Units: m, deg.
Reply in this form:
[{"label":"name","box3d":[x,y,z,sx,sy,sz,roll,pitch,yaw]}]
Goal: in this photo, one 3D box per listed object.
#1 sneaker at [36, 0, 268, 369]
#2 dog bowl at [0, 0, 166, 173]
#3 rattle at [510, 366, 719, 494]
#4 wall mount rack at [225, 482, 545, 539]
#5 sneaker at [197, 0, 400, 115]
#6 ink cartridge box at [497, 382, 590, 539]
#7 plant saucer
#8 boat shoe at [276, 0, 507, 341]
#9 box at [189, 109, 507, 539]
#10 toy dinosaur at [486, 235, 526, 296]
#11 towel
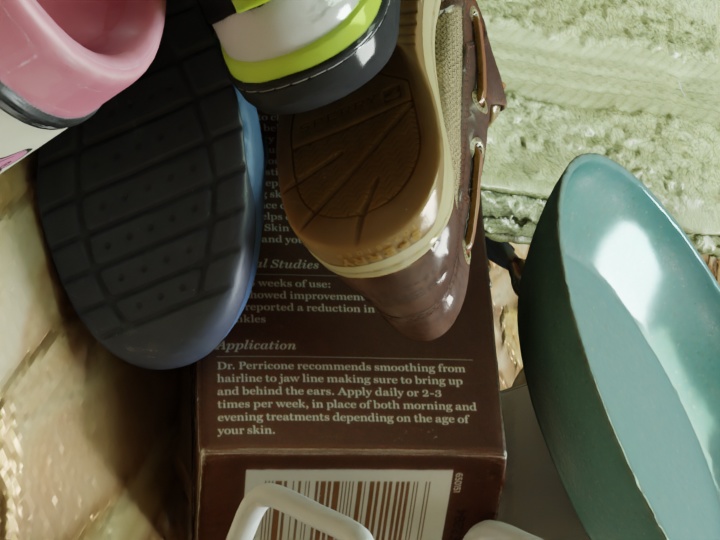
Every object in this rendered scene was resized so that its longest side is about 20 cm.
[{"label":"sneaker","box3d":[-0.064,-0.060,0.851,0.082,0.074,0.201,44,34,-64]},{"label":"dog bowl","box3d":[-0.120,-0.119,0.720,0.200,0.074,0.201,-18,90,-75]},{"label":"rattle","box3d":[0.124,0.048,1.098,0.200,0.130,0.143,143,-33,-75]},{"label":"wall mount rack","box3d":[-0.008,0.155,0.773,0.200,0.074,0.174,15,96,-52]},{"label":"sneaker","box3d":[-0.026,-0.134,0.817,0.083,0.072,0.200,57,15,-37]},{"label":"ink cartridge box","box3d":[0.061,0.140,0.966,0.129,0.125,0.200,-86,153,-53]},{"label":"plant saucer","box3d":[0.106,0.057,0.913,0.200,0.036,0.200,49,26,-33]},{"label":"boat shoe","box3d":[0.012,-0.062,0.860,0.200,0.072,0.072,-95,158,-44]},{"label":"box","box3d":[-0.010,0.003,0.890,0.075,0.100,0.201,98,-8,-51]},{"label":"toy dinosaur","box3d":[0.000,0.000,1.070,0.200,0.105,0.181,43,11,30]},{"label":"towel","box3d":[0.079,-0.078,1.057,0.199,0.036,0.149,6,64,-32]}]
